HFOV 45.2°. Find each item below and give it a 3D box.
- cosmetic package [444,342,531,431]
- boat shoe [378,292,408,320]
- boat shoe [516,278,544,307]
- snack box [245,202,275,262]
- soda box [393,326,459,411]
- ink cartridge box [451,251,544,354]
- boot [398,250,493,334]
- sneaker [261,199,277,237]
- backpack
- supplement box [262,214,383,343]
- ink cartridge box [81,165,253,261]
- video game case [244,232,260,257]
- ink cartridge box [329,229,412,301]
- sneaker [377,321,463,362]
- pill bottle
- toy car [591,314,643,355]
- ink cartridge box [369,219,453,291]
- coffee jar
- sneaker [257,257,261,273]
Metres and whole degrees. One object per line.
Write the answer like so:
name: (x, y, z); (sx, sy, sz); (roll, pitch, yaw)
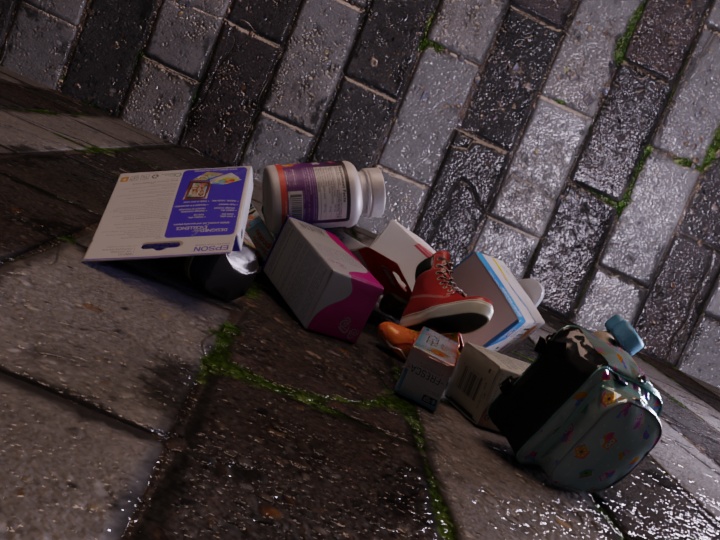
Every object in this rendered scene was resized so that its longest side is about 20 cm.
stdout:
cosmetic package: (0.230, 0.182, 1.222); (0.197, 0.089, 0.103); (20, 7, -26)
boat shoe: (0.081, 0.064, 1.671); (0.073, 0.065, 0.199); (46, 7, 24)
boat shoe: (0.275, 0.093, 1.645); (0.067, 0.200, 0.072); (23, 29, -50)
snack box: (-0.172, -0.051, 1.556); (0.118, 0.037, 0.200); (59, -4, -17)
soda box: (0.095, 0.132, 1.205); (0.062, 0.070, 0.200); (24, 6, 7)
ink cartridge box: (0.211, 0.075, 1.522); (0.146, 0.146, 0.199); (57, 18, 17)
boot: (0.143, 0.026, 1.368); (0.072, 0.147, 0.198); (29, -24, -27)
sneaker: (-0.119, -0.050, 1.587); (0.201, 0.077, 0.080); (51, 10, -31)
backpack: (0.287, 0.181, 1.086); (0.198, 0.177, 0.154); (18, 25, -46)
supplement box: (-0.062, 0.011, 1.341); (0.100, 0.105, 0.200); (20, 15, -33)
ink cartridge box: (-0.248, -0.065, 1.146); (0.193, 0.044, 0.202); (-2, 38, 4)
video game case: (-0.260, -0.069, 1.702); (0.197, 0.018, 0.143); (20, 9, -31)
ink cartridge box: (0.000, 0.000, 1.517); (0.199, 0.057, 0.163); (37, -13, 34)
sneaker: (0.118, 0.121, 1.343); (0.197, 0.079, 0.073); (25, 9, 18)
pill bottle: (-0.061, -0.125, 1.452); (0.195, 0.114, 0.111); (-5, 15, -15)
toy car: (0.472, 0.222, 1.612); (0.202, 0.183, 0.177); (53, 9, 3)
ink cartridge box: (0.112, -0.003, 1.631); (0.146, 0.085, 0.199); (44, 9, 21)
coffee jar: (-0.238, -0.034, 1.228); (0.198, 0.087, 0.104); (29, -3, 35)
sneaker: (-0.240, -0.081, 1.463); (0.197, 0.114, 0.073); (26, 8, 14)
